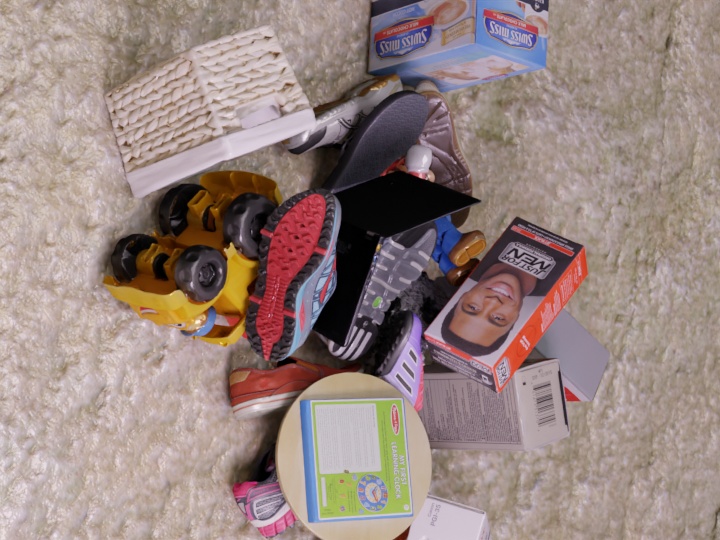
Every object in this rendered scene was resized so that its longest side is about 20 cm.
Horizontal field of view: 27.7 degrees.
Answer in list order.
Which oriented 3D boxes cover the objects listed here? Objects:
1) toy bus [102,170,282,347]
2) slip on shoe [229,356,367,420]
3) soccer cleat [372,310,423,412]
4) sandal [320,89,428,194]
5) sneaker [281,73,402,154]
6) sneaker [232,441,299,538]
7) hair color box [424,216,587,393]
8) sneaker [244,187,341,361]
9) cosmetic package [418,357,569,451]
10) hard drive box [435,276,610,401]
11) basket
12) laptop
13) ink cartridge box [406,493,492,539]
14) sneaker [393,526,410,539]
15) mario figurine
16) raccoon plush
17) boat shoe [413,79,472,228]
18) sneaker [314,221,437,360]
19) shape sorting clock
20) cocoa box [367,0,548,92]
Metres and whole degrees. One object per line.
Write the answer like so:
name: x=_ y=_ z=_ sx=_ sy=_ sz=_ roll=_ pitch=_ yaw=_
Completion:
toy bus: x=-0.160 y=0.015 z=1.616 sx=0.200 sy=0.136 sz=0.192 roll=-48 pitch=132 yaw=-32
slip on shoe: x=-0.071 y=0.128 z=1.710 sx=0.200 sy=0.074 sz=0.061 roll=-8 pitch=76 yaw=-41
soccer cleat: x=0.048 y=0.132 z=1.744 sx=0.073 sy=0.200 sz=0.068 roll=13 pitch=33 yaw=-8
sandal: x=0.003 y=-0.141 z=1.760 sx=0.076 sy=0.043 sz=0.200 roll=26 pitch=110 yaw=-44
sneaker: x=-0.009 y=-0.172 z=1.790 sx=0.200 sy=0.076 sz=0.088 roll=-30 pitch=109 yaw=-37
sneaker: x=-0.067 y=0.215 z=1.695 sx=0.075 sy=0.081 sz=0.200 roll=49 pitch=54 yaw=-14
hair color box: x=0.175 y=0.038 z=1.737 sx=0.200 sy=0.101 sz=0.061 roll=-51 pitch=149 yaw=-23
sneaker: x=-0.066 y=-0.004 z=1.583 sx=0.096 sy=0.079 sz=0.200 roll=-26 pitch=140 yaw=-61
cosmetic package: x=0.153 y=0.166 z=1.814 sx=0.087 sy=0.200 sz=0.103 roll=-12 pitch=95 yaw=-42
hard drive box: x=0.200 y=0.087 z=1.893 sx=0.200 sy=0.156 sz=0.077 roll=41 pitch=61 yaw=-30
basket: x=-0.169 y=-0.172 z=1.573 sx=0.136 sy=0.200 sz=0.123 roll=-26 pitch=96 yaw=-40
laptop: x=0.012 y=-0.020 z=1.673 sx=0.116 sy=0.187 sz=0.200 roll=16 pitch=95 yaw=-32
ink cartridge box: x=0.100 y=0.371 z=1.756 sx=0.200 sy=0.083 sz=0.147 roll=72 pitch=35 yaw=-65
sneaker: x=-0.022 y=0.335 z=1.738 sx=0.200 sy=0.070 sz=0.090 roll=-30 pitch=90 yaw=-40
mario figurine: x=0.090 y=-0.081 z=1.803 sx=0.106 sy=0.123 sz=0.200 roll=0 pitch=42 yaw=-50
raccoon plush: x=0.048 y=0.058 z=1.835 sx=0.097 sy=0.134 sz=0.200 roll=19 pitch=40 yaw=-23
boat shoe: x=0.101 y=-0.148 z=1.884 sx=0.065 sy=0.072 sz=0.200 roll=-90 pitch=167 yaw=-62
sneaker: x=0.000 y=0.000 z=1.744 sx=0.075 sy=0.115 sz=0.200 roll=34 pitch=91 yaw=-42
shape sorting clock: x=-0.007 y=0.216 z=1.664 sx=0.200 sy=0.039 sz=0.200 roll=6 pitch=75 yaw=-24
cocoa box: x=0.122 y=-0.312 z=1.836 sx=0.133 sy=0.200 sz=0.131 roll=11 pitch=79 yaw=-40
